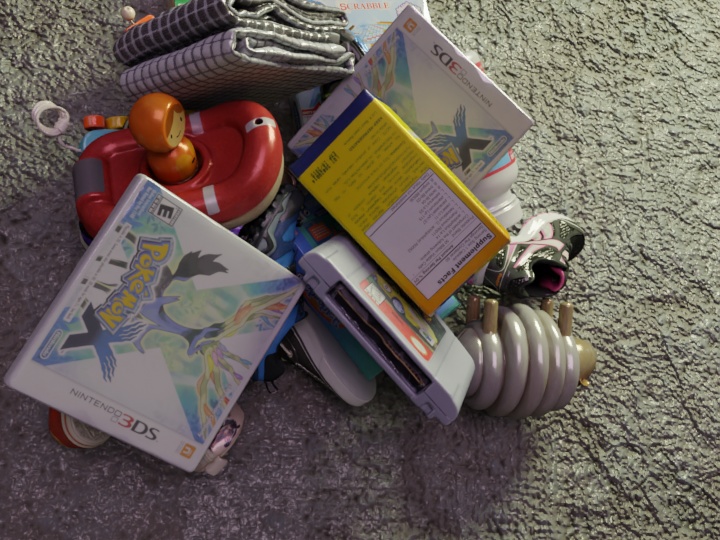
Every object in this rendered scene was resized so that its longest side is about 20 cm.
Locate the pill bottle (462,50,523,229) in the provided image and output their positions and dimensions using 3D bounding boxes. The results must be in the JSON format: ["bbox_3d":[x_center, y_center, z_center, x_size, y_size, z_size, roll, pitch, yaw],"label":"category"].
[{"bbox_3d":[0.117,-0.141,0.929,0.109,0.109,0.200,-28,104,-22],"label":"pill bottle"}]

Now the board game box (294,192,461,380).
[{"bbox_3d":[0.000,0.000,0.877,0.200,0.045,0.152,51,42,7],"label":"board game box"}]

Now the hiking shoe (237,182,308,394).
[{"bbox_3d":[-0.089,0.014,0.795,0.087,0.074,0.200,22,87,-22],"label":"hiking shoe"}]

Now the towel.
[{"bbox_3d":[-0.120,-0.222,0.803,0.200,0.165,0.086,-15,94,-54],"label":"towel"}]

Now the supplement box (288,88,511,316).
[{"bbox_3d":[0.044,-0.068,0.804,0.109,0.110,0.200,-44,88,12],"label":"supplement box"}]

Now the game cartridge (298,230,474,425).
[{"bbox_3d":[0.032,0.047,0.775,0.041,0.133,0.200,-42,90,16],"label":"game cartridge"}]

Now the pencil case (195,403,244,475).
[{"bbox_3d":[-0.193,0.105,0.759,0.200,0.078,0.090,51,19,-22],"label":"pencil case"}]

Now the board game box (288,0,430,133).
[{"bbox_3d":[0.003,-0.253,0.997,0.199,0.041,0.200,-7,75,-18],"label":"board game box"}]

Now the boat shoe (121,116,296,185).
[{"bbox_3d":[-0.152,-0.118,0.863,0.202,0.075,0.075,16,76,-30],"label":"boat shoe"}]

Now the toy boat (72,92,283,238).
[{"bbox_3d":[-0.172,-0.108,0.735,0.200,0.131,0.131,-15,57,-6],"label":"toy boat"}]

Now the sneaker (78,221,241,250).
[{"bbox_3d":[-0.192,-0.042,0.837,0.200,0.100,0.070,2,73,-14],"label":"sneaker"}]

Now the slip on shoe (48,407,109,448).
[{"bbox_3d":[-0.271,0.081,0.795,0.074,0.061,0.200,28,49,-42],"label":"slip on shoe"}]

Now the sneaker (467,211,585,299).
[{"bbox_3d":[0.205,-0.005,0.912,0.200,0.081,0.086,-21,42,-41],"label":"sneaker"}]

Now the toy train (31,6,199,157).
[{"bbox_3d":[-0.257,-0.184,0.882,0.150,0.056,0.200,48,63,-18],"label":"toy train"}]

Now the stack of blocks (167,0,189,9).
[{"bbox_3d":[-0.172,-0.324,0.966,0.115,0.059,0.200,-14,75,-19],"label":"stack of blocks"}]

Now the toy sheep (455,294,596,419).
[{"bbox_3d":[0.163,0.096,0.871,0.199,0.138,0.138,3,70,-11],"label":"toy sheep"}]

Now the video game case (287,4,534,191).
[{"bbox_3d":[0.052,-0.147,0.863,0.182,0.022,0.200,42,103,-3],"label":"video game case"}]

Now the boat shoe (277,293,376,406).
[{"bbox_3d":[-0.060,0.066,0.858,0.200,0.064,0.071,53,32,9],"label":"boat shoe"}]

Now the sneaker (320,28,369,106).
[{"bbox_3d":[-0.016,-0.193,0.911,0.083,0.071,0.200,-23,85,-26],"label":"sneaker"}]

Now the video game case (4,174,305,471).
[{"bbox_3d":[-0.168,0.050,0.693,0.182,0.022,0.200,35,81,-29],"label":"video game case"}]
